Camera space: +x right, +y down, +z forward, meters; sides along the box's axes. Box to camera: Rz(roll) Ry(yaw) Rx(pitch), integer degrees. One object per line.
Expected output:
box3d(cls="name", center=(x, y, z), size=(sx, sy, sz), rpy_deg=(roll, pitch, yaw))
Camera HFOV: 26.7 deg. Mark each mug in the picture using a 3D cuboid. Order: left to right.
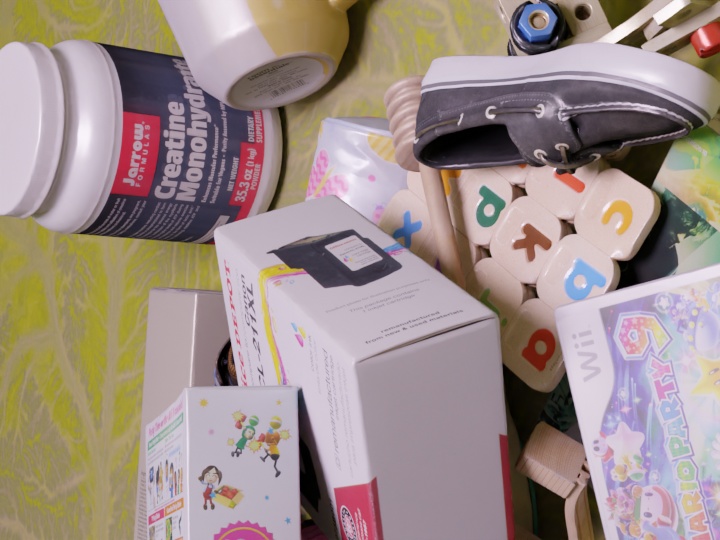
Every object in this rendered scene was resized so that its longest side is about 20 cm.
box3d(cls="mug", center=(-0.069, -0.207, 1.055), size=(0.186, 0.148, 0.154), rpy_deg=(-39, 63, 53))

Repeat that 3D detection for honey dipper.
box3d(cls="honey dipper", center=(0.045, -0.021, 0.856), size=(0.038, 0.038, 0.202), rpy_deg=(-43, 45, 43))

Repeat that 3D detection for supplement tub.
box3d(cls="supplement tub", center=(-0.171, -0.094, 1.131), size=(0.140, 0.199, 0.142), rpy_deg=(-8, 81, 54))

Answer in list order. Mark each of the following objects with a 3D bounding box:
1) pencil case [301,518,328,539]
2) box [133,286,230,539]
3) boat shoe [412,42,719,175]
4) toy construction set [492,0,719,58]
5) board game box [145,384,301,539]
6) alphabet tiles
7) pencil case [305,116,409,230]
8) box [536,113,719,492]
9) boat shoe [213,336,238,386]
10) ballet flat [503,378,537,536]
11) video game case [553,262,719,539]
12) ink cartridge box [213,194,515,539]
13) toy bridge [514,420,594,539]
box3d(cls="pencil case", center=(-0.012, 0.250, 0.917), size=(0.093, 0.090, 0.202), rpy_deg=(-20, 88, 48))
box3d(cls="box", center=(-0.122, 0.115, 1.152), size=(0.082, 0.068, 0.202), rpy_deg=(4, 90, 55))
box3d(cls="boat shoe", center=(0.101, -0.077, 0.788), size=(0.199, 0.068, 0.057), rpy_deg=(7, 76, 53))
box3d(cls="toy construction set", center=(0.125, -0.179, 0.813), size=(0.092, 0.130, 0.201), rpy_deg=(68, 177, -64))
box3d(cls="board game box", center=(-0.075, 0.172, 0.812), size=(0.148, 0.064, 0.202), rpy_deg=(142, 127, -70))
box3d(cls="alphabet tiles", center=(0.083, -0.026, 0.852), size=(0.201, 0.015, 0.196), rpy_deg=(-60, 37, 9))
box3d(cls="pencil case", center=(0.000, 0.000, 0.979), size=(0.090, 0.083, 0.202), rpy_deg=(17, 100, 49))
box3d(cls="box", center=(0.176, 0.041, 0.765), size=(0.144, 0.036, 0.201), rpy_deg=(48, 123, 46))
box3d(cls="boat shoe", center=(-0.066, 0.072, 1.073), size=(0.072, 0.072, 0.202), rpy_deg=(41, 119, 48))
box3d(cls="ballet flat", center=(0.056, 0.083, 0.905), size=(0.069, 0.069, 0.202), rpy_deg=(-28, 64, 50))
box3d(cls="video game case", center=(0.188, 0.065, 0.700), size=(0.199, 0.018, 0.145), rpy_deg=(-18, 83, 41))
box3d(cls="ink cartridge box", center=(-0.002, 0.063, 0.826), size=(0.200, 0.082, 0.147), rpy_deg=(-142, 40, -58))
box3d(cls="toy bridge", center=(0.090, 0.162, 0.848), size=(0.067, 0.027, 0.201), rpy_deg=(29, 138, 6))
